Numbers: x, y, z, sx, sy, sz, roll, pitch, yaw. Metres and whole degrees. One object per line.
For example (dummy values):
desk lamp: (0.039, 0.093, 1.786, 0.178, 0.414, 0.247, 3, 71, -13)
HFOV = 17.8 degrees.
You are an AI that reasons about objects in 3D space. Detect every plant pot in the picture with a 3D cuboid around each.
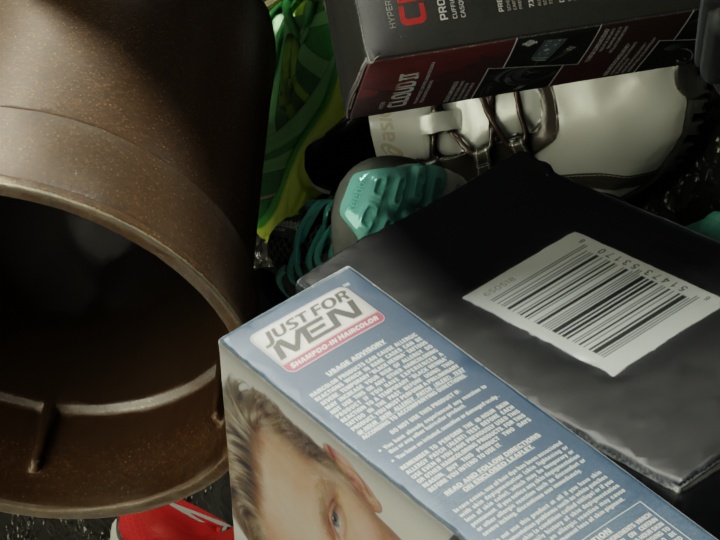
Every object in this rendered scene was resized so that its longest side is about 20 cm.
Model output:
plant pot: (-0.124, -0.036, 0.952, 0.200, 0.200, 0.199, -51, 22, 44)

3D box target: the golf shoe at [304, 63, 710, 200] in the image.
golf shoe: (0.056, -0.057, 0.939, 0.200, 0.094, 0.078, -25, 72, 51)

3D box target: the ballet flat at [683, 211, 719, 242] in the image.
ballet flat: (0.173, 0.002, 0.816, 0.200, 0.067, 0.071, 20, 85, 52)

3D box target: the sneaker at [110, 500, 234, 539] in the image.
sneaker: (-0.033, 0.138, 1.094, 0.200, 0.077, 0.085, 22, 109, 33)

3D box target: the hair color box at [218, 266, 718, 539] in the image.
hair color box: (0.040, 0.094, 0.721, 0.200, 0.060, 0.100, 37, 143, 37)

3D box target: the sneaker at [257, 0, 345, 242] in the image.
sneaker: (-0.022, -0.097, 1.045, 0.084, 0.074, 0.200, 40, 129, 13)

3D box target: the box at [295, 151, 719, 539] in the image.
box: (0.092, 0.093, 0.819, 0.197, 0.117, 0.200, 27, 138, 46)

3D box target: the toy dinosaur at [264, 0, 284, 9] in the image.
toy dinosaur: (0.008, -0.199, 1.042, 0.101, 0.058, 0.201, -140, 63, -64)

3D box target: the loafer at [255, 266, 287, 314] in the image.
loafer: (0.004, 0.078, 1.024, 0.200, 0.073, 0.072, 50, 123, 33)

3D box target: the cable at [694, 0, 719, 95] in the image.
cable: (0.174, -0.048, 0.674, 0.163, 0.200, 0.051, 22, 78, 11)

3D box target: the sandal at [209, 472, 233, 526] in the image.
sandal: (-0.041, 0.079, 1.126, 0.075, 0.045, 0.200, 55, 134, 36)

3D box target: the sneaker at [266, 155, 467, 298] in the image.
sneaker: (0.000, 0.000, 0.937, 0.091, 0.200, 0.078, 20, 76, 14)

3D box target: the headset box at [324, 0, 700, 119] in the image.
headset box: (0.061, -0.145, 0.825, 0.077, 0.199, 0.149, 119, 141, -76)
